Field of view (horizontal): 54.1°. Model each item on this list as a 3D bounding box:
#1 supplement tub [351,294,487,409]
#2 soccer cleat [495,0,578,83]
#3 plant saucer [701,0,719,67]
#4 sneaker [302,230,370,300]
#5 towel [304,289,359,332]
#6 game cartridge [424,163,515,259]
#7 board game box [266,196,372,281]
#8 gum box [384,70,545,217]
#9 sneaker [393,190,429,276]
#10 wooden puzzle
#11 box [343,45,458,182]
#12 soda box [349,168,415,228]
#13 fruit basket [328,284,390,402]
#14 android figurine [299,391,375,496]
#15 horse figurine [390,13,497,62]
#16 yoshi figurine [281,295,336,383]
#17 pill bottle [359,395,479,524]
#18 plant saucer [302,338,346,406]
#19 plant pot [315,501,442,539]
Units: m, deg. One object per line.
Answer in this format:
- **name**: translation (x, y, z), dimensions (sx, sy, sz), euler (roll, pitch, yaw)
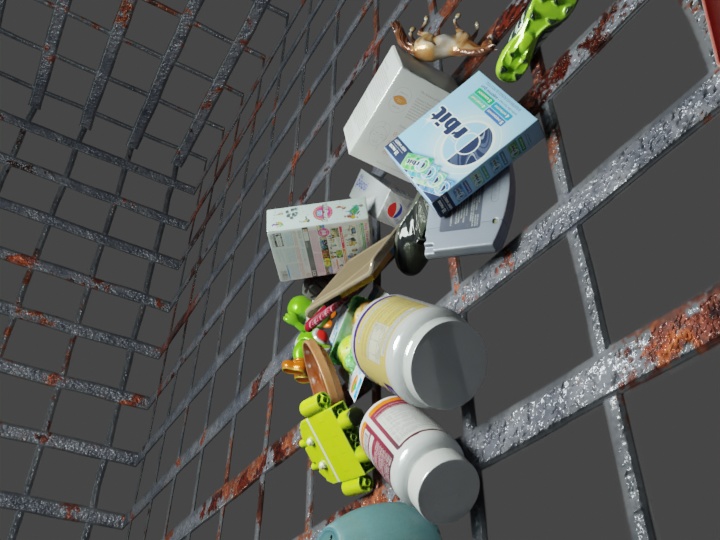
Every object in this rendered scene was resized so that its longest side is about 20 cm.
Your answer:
- **supplement tub**: translation (0.083, 0.119, 1.044), dimensions (0.200, 0.144, 0.147), euler (15, 85, 67)
- **soccer cleat**: translation (0.281, -0.398, 1.134), dimensions (0.201, 0.067, 0.081), euler (-55, 14, 31)
- **plant saucer**: translation (0.454, -0.336, 0.735), dimensions (0.199, 0.036, 0.202), euler (-39, 39, 50)
- **sneaker**: translation (-0.052, -0.017, 1.525), dimensions (0.200, 0.075, 0.079), euler (-48, 12, -4)
- **towel**: translation (-0.028, 0.044, 1.409), dimensions (0.145, 0.023, 0.200), euler (-45, 3, -43)
- **game cartridge**: translation (0.172, -0.111, 1.092), dimensions (0.132, 0.042, 0.202), euler (-3, 59, 25)
- **board game box**: translation (-0.077, -0.061, 1.411), dimensions (0.148, 0.197, 0.065), euler (82, 180, -49)
- **gum box**: translation (0.158, -0.202, 1.107), dimensions (0.199, 0.045, 0.170), euler (-38, 47, 5)
- **sneaker**: translation (0.123, -0.074, 1.197), dimensions (0.201, 0.076, 0.114), euler (-64, 24, 12)
- **wooden puzzle**: translation (0.000, 0.000, 1.294), dimensions (0.200, 0.037, 0.185), euler (-37, 8, 38)
- **box**: translation (0.082, -0.302, 1.375), dimensions (0.201, 0.151, 0.107), euler (-55, 27, 29)
- **soda box**: translation (0.042, -0.149, 1.450), dimensions (0.069, 0.063, 0.200), euler (-65, 24, 12)
- **fruit basket**: translation (0.002, 0.120, 1.255), dimensions (0.200, 0.093, 0.187), euler (-122, 53, -83)
- **android figurine**: translation (-0.043, 0.297, 1.202), dimensions (0.200, 0.041, 0.183), euler (-33, 83, 50)
- **horse figurine**: translation (0.155, -0.439, 1.338), dimensions (0.050, 0.197, 0.134), euler (82, -171, -50)
- **yoshi figurine**: translation (-0.126, 0.136, 1.541), dimensions (0.112, 0.111, 0.202), euler (140, 147, -59)
- **pill bottle**: translation (0.079, 0.261, 0.984), dimensions (0.111, 0.109, 0.200), euler (-67, 24, 4)
- **plant saucer**: translation (-0.061, 0.222, 1.305), dimensions (0.200, 0.032, 0.203), euler (162, 90, -77)
- **plant pot**: translation (0.007, 0.418, 0.985), dimensions (0.200, 0.134, 0.202), euler (-46, 33, 42)
